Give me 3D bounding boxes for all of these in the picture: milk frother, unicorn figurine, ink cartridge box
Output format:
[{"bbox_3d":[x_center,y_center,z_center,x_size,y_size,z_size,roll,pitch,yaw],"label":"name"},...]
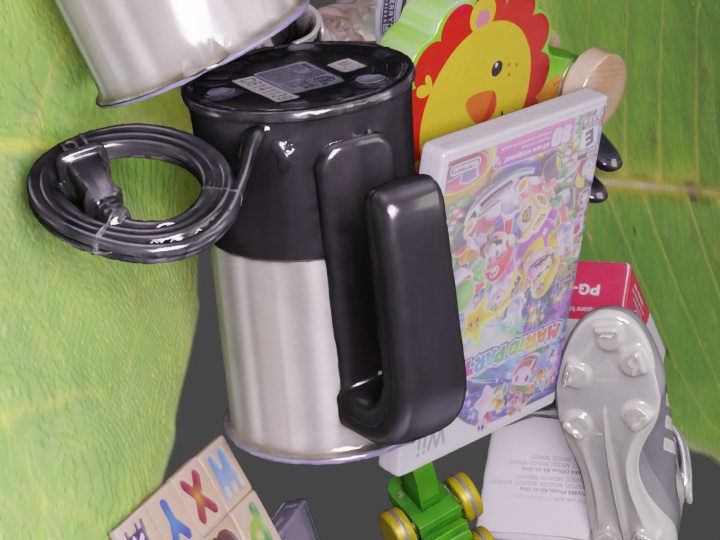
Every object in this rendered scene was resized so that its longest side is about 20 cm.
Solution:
[{"bbox_3d":[-0.057,0.006,1.122,0.181,0.198,0.190,-121,-156,-67],"label":"milk frother"},{"bbox_3d":[0.012,-0.156,1.454,0.137,0.074,0.201,41,29,-40],"label":"unicorn figurine"},{"bbox_3d":[-0.073,-0.212,1.085,0.189,0.199,0.181,64,16,-17],"label":"milk frother"},{"bbox_3d":[0.144,0.114,1.530,0.145,0.083,0.201,59,39,-59],"label":"ink cartridge box"}]

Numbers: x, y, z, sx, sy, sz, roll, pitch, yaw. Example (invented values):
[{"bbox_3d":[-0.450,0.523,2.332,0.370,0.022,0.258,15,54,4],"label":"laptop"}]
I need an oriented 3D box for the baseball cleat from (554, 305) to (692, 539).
[{"bbox_3d":[0.165,0.096,1.407,0.107,0.069,0.201,-57,145,-56],"label":"baseball cleat"}]

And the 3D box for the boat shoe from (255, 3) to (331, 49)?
[{"bbox_3d":[-0.049,-0.128,1.284,0.072,0.065,0.201,-74,145,-49],"label":"boat shoe"}]

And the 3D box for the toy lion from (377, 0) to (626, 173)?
[{"bbox_3d":[0.058,-0.069,1.271,0.191,0.068,0.201,0,113,-53],"label":"toy lion"}]

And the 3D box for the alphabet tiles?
[{"bbox_3d":[-0.067,0.187,1.106,0.168,0.008,0.200,62,25,-5],"label":"alphabet tiles"}]

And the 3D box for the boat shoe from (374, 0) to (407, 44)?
[{"bbox_3d":[0.068,-0.121,1.385,0.199,0.068,0.074,52,41,-63],"label":"boat shoe"}]

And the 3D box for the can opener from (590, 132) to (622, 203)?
[{"bbox_3d":[0.111,-0.117,1.581,0.078,0.064,0.200,-19,55,-34],"label":"can opener"}]

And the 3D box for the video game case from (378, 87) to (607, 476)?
[{"bbox_3d":[0.075,0.006,1.270,0.143,0.018,0.201,-21,129,-43],"label":"video game case"}]

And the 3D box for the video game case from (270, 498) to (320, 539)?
[{"bbox_3d":[-0.044,0.226,1.177,0.200,0.019,0.144,-49,124,-62],"label":"video game case"}]

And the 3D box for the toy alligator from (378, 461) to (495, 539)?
[{"bbox_3d":[0.054,0.187,1.393,0.054,0.059,0.201,29,-37,64],"label":"toy alligator"}]
